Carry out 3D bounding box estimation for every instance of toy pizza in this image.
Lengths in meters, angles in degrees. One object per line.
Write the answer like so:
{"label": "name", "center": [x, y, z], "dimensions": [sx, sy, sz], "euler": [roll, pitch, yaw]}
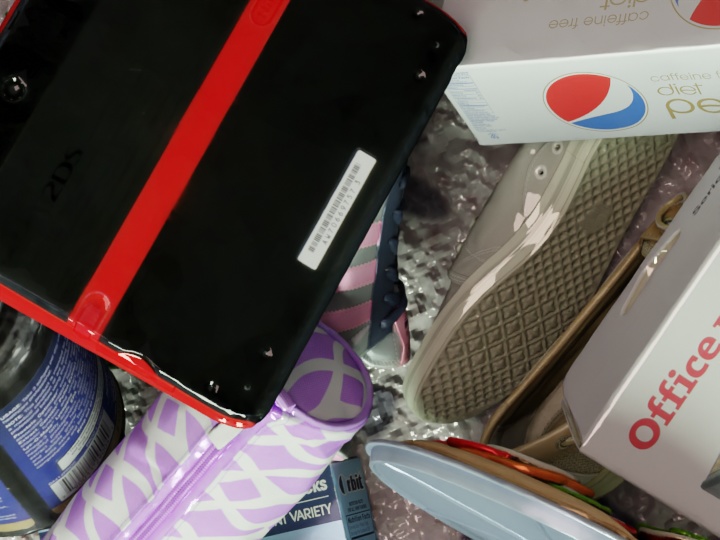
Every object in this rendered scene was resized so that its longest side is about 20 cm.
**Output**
{"label": "toy pizza", "center": [0.095, 0.113, 0.793], "dimensions": [0.200, 0.200, 0.032], "euler": [24, 78, 19]}

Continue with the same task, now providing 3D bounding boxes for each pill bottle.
{"label": "pill bottle", "center": [-0.185, 0.040, 0.853], "dimensions": [0.111, 0.200, 0.112], "euler": [-4, 61, 7]}

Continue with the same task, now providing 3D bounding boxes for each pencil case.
{"label": "pencil case", "center": [-0.076, 0.099, 0.842], "dimensions": [0.084, 0.086, 0.200], "euler": [37, 119, -4]}

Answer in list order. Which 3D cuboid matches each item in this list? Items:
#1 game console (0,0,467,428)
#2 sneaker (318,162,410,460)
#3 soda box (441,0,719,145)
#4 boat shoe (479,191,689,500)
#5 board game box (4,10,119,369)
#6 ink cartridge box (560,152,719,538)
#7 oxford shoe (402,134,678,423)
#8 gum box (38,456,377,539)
{"label": "game console", "center": [-0.073, -0.060, 0.763], "dimensions": [0.176, 0.031, 0.201], "euler": [30, 81, -7]}
{"label": "sneaker", "center": [0.000, 0.000, 0.871], "dimensions": [0.082, 0.070, 0.201], "euler": [29, 112, 3]}
{"label": "soda box", "center": [0.134, -0.103, 0.783], "dimensions": [0.199, 0.064, 0.068], "euler": [-1, 60, 28]}
{"label": "boat shoe", "center": [0.135, 0.022, 0.838], "dimensions": [0.201, 0.063, 0.073], "euler": [-48, 48, 16]}
{"label": "board game box", "center": [-0.100, -0.063, 0.955], "dimensions": [0.134, 0.029, 0.201], "euler": [-19, 82, 20]}
{"label": "ink cartridge box", "center": [0.206, 0.057, 0.772], "dimensions": [0.200, 0.088, 0.146], "euler": [33, 100, -5]}
{"label": "oxford shoe", "center": [0.080, -0.015, 0.872], "dimensions": [0.058, 0.075, 0.200], "euler": [43, 108, 43]}
{"label": "gum box", "center": [-0.062, 0.210, 0.923], "dimensions": [0.169, 0.045, 0.201], "euler": [-15, 82, 19]}
